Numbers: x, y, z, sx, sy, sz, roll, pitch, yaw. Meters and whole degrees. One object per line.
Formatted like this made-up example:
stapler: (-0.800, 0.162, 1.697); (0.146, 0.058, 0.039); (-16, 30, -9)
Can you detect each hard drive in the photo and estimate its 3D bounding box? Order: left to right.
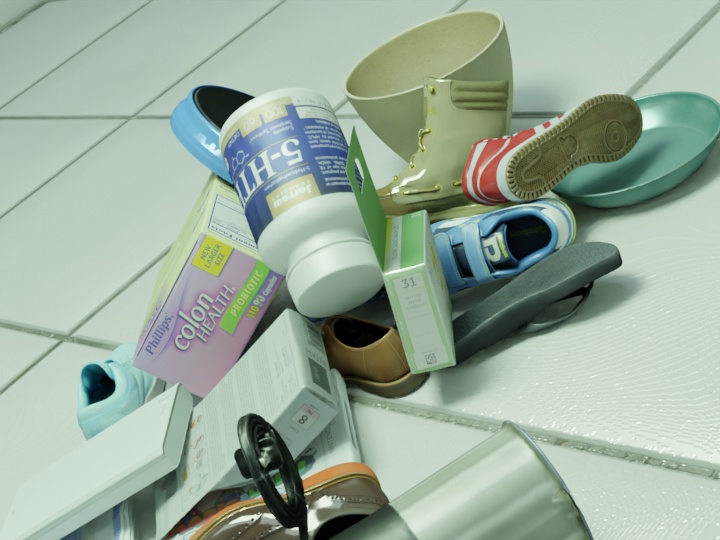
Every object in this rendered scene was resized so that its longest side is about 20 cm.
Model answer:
hard drive: (-0.250, 0.193, 1.412); (0.200, 0.026, 0.132); (-33, 20, 14)

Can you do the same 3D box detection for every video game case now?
video game case: (-0.095, 0.184, 1.351); (0.199, 0.024, 0.182); (-29, 26, 7)

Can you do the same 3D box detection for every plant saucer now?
plant saucer: (0.285, -0.119, 1.558); (0.199, 0.036, 0.200); (-21, 26, 11)

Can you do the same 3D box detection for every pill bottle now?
pill bottle: (-0.051, -0.063, 1.434); (0.119, 0.120, 0.201); (-25, 64, 3)

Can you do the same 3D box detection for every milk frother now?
milk frother: (0.032, 0.164, 1.088); (0.188, 0.201, 0.180); (-31, 22, -10)

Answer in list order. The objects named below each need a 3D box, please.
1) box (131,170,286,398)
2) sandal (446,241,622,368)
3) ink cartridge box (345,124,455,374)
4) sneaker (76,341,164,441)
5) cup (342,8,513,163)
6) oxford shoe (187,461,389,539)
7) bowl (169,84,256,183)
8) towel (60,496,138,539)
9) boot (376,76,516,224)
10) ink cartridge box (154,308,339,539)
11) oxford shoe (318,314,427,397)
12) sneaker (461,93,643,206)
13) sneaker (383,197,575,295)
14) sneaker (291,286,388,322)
box: (-0.148, 0.001, 1.572); (0.176, 0.096, 0.200); (-59, 12, 26)
sandal: (0.157, 0.035, 1.399); (0.200, 0.043, 0.076); (-31, 17, 13)
ink cartridge box: (0.039, -0.026, 1.361); (0.048, 0.201, 0.146); (-14, 20, 7)
sneaker: (-0.256, 0.115, 1.574); (0.074, 0.082, 0.200); (-23, 26, 6)
cup: (0.097, -0.192, 1.741); (0.200, 0.144, 0.201); (-21, 26, 11)
oxford shoe: (-0.068, 0.225, 1.215); (0.199, 0.071, 0.073); (-29, 31, -5)
bowl: (-0.107, -0.136, 1.615); (0.039, 0.200, 0.201); (-60, 17, 21)
towel: (-0.291, 0.284, 1.365); (0.199, 0.024, 0.147); (-25, 25, 3)
boot: (0.063, -0.126, 1.581); (0.199, 0.156, 0.073); (-3, 10, 3)
ink cartridge box: (-0.107, 0.146, 1.369); (0.200, 0.057, 0.163); (-51, 21, 14)
oxford shoe: (-0.023, 0.072, 1.454); (0.200, 0.071, 0.071); (-1, 38, 45)
sneaker: (0.190, -0.123, 1.532); (0.200, 0.071, 0.112); (-27, 11, -30)
sneaker: (0.113, -0.020, 1.464); (0.199, 0.074, 0.082); (-22, 6, 9)
sneaker: (0.000, 0.000, 1.524); (0.090, 0.079, 0.200); (6, 23, 32)
